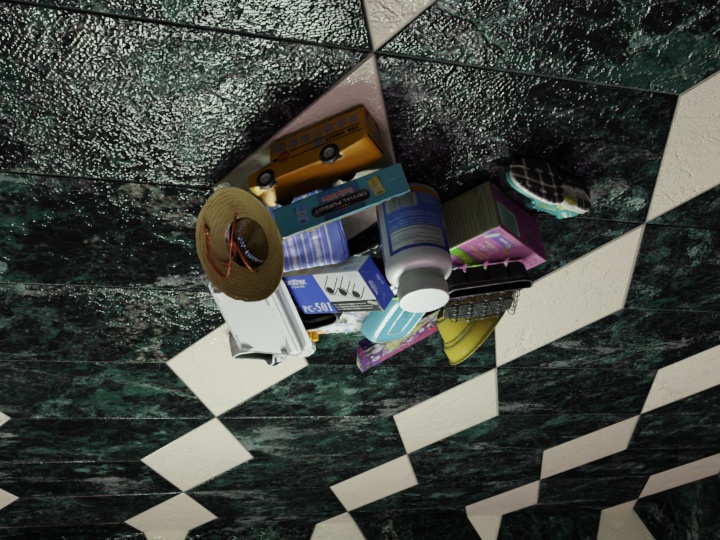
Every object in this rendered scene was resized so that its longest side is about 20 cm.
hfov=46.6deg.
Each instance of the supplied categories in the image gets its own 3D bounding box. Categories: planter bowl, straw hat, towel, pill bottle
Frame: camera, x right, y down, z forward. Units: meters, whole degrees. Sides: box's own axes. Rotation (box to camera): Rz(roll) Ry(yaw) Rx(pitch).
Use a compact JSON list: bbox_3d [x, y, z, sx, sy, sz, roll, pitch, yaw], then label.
[{"bbox_3d":[0.215,0.088,1.706,0.083,0.200,0.200,39,137,-6],"label":"planter bowl"},{"bbox_3d":[-0.169,-0.049,1.343,0.085,0.201,0.201,-23,169,-48],"label":"straw hat"},{"bbox_3d":[-0.127,-0.061,1.398,0.200,0.024,0.145,-11,116,4],"label":"towel"},{"bbox_3d":[0.091,-0.036,1.388,0.112,0.200,0.112,-6,151,-3],"label":"pill bottle"}]

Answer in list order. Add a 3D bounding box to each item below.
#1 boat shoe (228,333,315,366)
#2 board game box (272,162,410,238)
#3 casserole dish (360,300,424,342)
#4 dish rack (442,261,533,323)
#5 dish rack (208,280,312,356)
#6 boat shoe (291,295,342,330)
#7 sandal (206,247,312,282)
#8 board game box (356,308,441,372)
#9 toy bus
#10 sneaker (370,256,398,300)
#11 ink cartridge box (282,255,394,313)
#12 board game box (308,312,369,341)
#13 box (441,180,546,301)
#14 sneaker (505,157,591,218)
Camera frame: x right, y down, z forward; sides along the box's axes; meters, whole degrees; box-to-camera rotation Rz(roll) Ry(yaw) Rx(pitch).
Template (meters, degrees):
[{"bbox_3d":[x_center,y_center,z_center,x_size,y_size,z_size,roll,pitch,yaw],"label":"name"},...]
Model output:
[{"bbox_3d":[-0.190,0.178,1.821,0.200,0.065,0.074,6,147,-23],"label":"boat shoe"},{"bbox_3d":[-0.028,-0.105,1.285,0.200,0.047,0.151,-20,-177,1],"label":"board game box"},{"bbox_3d":[0.079,0.082,1.638,0.121,0.039,0.200,-7,144,-35],"label":"casserole dish"},{"bbox_3d":[0.223,0.052,1.527,0.153,0.055,0.200,-7,150,-2],"label":"dish rack"},{"bbox_3d":[-0.195,0.087,1.566,0.171,0.044,0.200,3,130,30],"label":"dish rack"},{"bbox_3d":[-0.127,0.087,1.606,0.200,0.063,0.073,-11,122,13],"label":"boat shoe"},{"bbox_3d":[-0.169,-0.037,1.472,0.212,0.078,0.070,-24,-178,9],"label":"sandal"},{"bbox_3d":[0.083,0.140,1.784,0.200,0.032,0.120,-28,160,-15],"label":"board game box"},{"bbox_3d":[-0.069,-0.166,1.246,0.200,0.078,0.065,-19,149,19],"label":"toy bus"},{"bbox_3d":[0.000,0.000,1.520,0.200,0.077,0.084,5,152,20],"label":"sneaker"},{"bbox_3d":[-0.045,0.028,1.481,0.200,0.044,0.094,-5,128,44],"label":"ink cartridge box"},{"bbox_3d":[-0.044,0.103,1.725,0.200,0.026,0.200,-5,158,8],"label":"board game box"},{"bbox_3d":[0.199,-0.046,1.501,0.200,0.097,0.176,-26,146,29],"label":"box"},{"bbox_3d":[0.310,-0.128,1.416,0.200,0.078,0.080,20,149,-39],"label":"sneaker"}]
